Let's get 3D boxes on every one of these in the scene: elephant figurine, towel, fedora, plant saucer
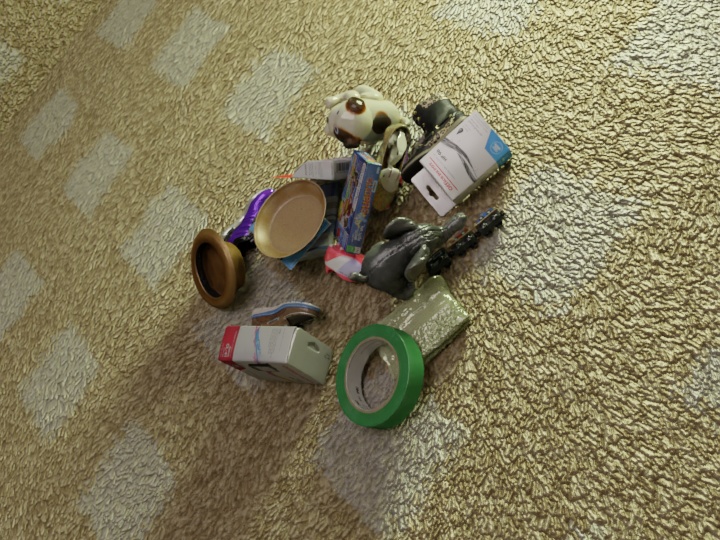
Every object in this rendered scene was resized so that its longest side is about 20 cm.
[{"bbox_3d":[0.098,-0.047,1.543,0.200,0.141,0.156,-44,18,35],"label":"elephant figurine"},{"bbox_3d":[-0.122,-0.117,1.867,0.145,0.024,0.202,-10,60,30],"label":"towel"},{"bbox_3d":[-0.341,-0.008,1.900,0.199,0.081,0.203,13,108,44],"label":"fedora"},{"bbox_3d":[-0.155,-0.112,1.764,0.198,0.035,0.202,-15,58,25],"label":"plant saucer"},{"bbox_3d":[0.117,0.116,1.561,0.200,0.036,0.149,-41,50,9],"label":"towel"}]

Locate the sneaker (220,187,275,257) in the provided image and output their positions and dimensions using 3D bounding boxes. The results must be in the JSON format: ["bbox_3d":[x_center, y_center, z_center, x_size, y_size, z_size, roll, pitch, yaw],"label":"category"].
[{"bbox_3d":[-0.262,-0.109,1.938,0.201,0.069,0.100,-50,55,7],"label":"sneaker"}]

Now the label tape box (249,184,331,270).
[{"bbox_3d":[-0.155,-0.093,1.820,0.144,0.066,0.200,-50,51,1],"label":"label tape box"}]

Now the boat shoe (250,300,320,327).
[{"bbox_3d":[-0.169,0.118,1.746,0.199,0.072,0.073,-14,62,41],"label":"boat shoe"}]

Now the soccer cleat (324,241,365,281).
[{"bbox_3d":[0.000,0.000,1.701,0.199,0.066,0.077,24,116,34],"label":"soccer cleat"}]

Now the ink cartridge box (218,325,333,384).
[{"bbox_3d":[-0.183,0.181,1.663,0.198,0.147,0.087,0,65,36],"label":"ink cartridge box"}]

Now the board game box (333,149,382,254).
[{"bbox_3d":[-0.009,-0.152,1.699,0.136,0.034,0.202,-124,46,-65],"label":"board game box"}]

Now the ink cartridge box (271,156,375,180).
[{"bbox_3d":[-0.088,-0.245,1.825,0.198,0.162,0.058,13,108,37],"label":"ink cartridge box"}]

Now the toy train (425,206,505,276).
[{"bbox_3d":[0.215,-0.062,1.594,0.199,0.034,0.046,-39,37,12],"label":"toy train"}]

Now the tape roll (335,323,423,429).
[{"bbox_3d":[0.036,0.210,1.528,0.199,0.048,0.203,-17,65,41],"label":"tape roll"}]

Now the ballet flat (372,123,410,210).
[{"bbox_3d":[0.068,-0.232,1.699,0.070,0.071,0.202,4,73,36],"label":"ballet flat"}]

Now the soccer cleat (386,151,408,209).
[{"bbox_3d":[0.078,-0.230,1.771,0.073,0.068,0.201,26,74,15],"label":"soccer cleat"}]

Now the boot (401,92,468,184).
[{"bbox_3d":[0.154,-0.302,1.742,0.200,0.073,0.151,-43,43,19],"label":"boot"}]

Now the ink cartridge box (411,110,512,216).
[{"bbox_3d":[0.208,-0.223,1.633,0.200,0.068,0.116,-42,78,9],"label":"ink cartridge box"}]

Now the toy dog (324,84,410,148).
[{"bbox_3d":[0.001,-0.338,1.778,0.192,0.200,0.141,26,112,20],"label":"toy dog"}]
